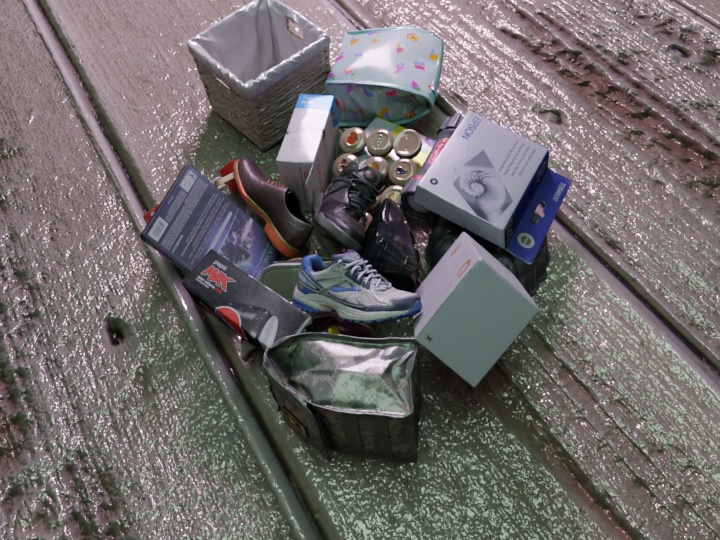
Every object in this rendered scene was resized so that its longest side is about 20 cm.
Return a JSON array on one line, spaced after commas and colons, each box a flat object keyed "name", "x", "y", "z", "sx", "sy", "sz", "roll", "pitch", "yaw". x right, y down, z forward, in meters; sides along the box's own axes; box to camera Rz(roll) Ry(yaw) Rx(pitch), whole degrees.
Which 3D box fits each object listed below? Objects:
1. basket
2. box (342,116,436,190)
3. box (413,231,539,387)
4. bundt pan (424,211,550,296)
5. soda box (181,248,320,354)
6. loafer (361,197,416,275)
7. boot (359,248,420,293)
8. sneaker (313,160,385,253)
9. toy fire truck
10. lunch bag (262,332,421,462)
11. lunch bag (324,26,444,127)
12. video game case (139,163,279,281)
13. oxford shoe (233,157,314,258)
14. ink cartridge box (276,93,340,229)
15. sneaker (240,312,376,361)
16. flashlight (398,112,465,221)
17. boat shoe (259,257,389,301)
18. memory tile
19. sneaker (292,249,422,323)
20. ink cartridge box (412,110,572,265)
[{"name": "basket", "x": -0.177, "y": -0.362, "z": 1.296, "sx": 0.199, "sy": 0.163, "sz": 0.197, "roll": -38, "pitch": 58, "yaw": -22}, {"name": "box", "x": 0.080, "y": -0.182, "z": 1.208, "sx": 0.197, "sy": 0.049, "sz": 0.118, "roll": 27, "pitch": 60, "yaw": 25}, {"name": "box", "x": 0.140, "y": 0.042, "z": 0.913, "sx": 0.097, "sy": 0.200, "sz": 0.125, "roll": 38, "pitch": 102, "yaw": -5}, {"name": "bundt pan", "x": 0.196, "y": -0.046, "z": 1.078, "sx": 0.196, "sy": 0.077, "sz": 0.206, "roll": -2, "pitch": 54, "yaw": 3}, {"name": "soda box", "x": -0.151, "y": 0.055, "z": 0.968, "sx": 0.198, "sy": 0.064, "sz": 0.071, "roll": 31, "pitch": 70, "yaw": 26}, {"name": "loafer", "x": 0.046, "y": -0.046, "z": 1.032, "sx": 0.071, "sy": 0.074, "sz": 0.201, "roll": 27, "pitch": 27, "yaw": -8}, {"name": "boot", "x": 0.000, "y": 0.000, "z": 1.085, "sx": 0.195, "sy": 0.076, "sz": 0.097, "roll": 4, "pitch": 30, "yaw": 18}, {"name": "sneaker", "x": -0.012, "y": -0.101, "z": 1.046, "sx": 0.115, "sy": 0.076, "sz": 0.200, "roll": -50, "pitch": 19, "yaw": 12}, {"name": "toy fire truck", "x": -0.259, "y": -0.117, "z": 1.141, "sx": 0.139, "sy": 0.200, "sz": 0.049, "roll": -34, "pitch": 98, "yaw": 9}, {"name": "lunch bag", "x": -0.023, "y": 0.162, "z": 0.891, "sx": 0.194, "sy": 0.166, "sz": 0.120, "roll": 3, "pitch": 56, "yaw": 8}, {"name": "lunch bag", "x": 0.053, "y": -0.354, "z": 1.292, "sx": 0.195, "sy": 0.123, "sz": 0.173, "roll": 4, "pitch": 53, "yaw": 16}, {"name": "video game case", "x": -0.219, "y": -0.045, "z": 1.070, "sx": 0.019, "sy": 0.199, "sz": 0.145, "roll": -20, "pitch": 37, "yaw": 46}, {"name": "oxford shoe", "x": -0.137, "y": -0.118, "z": 1.139, "sx": 0.073, "sy": 0.071, "sz": 0.202, "roll": -45, "pitch": 68, "yaw": 23}, {"name": "ink cartridge box", "x": -0.089, "y": -0.183, "z": 1.182, "sx": 0.066, "sy": 0.117, "sz": 0.204, "roll": 6, "pitch": 54, "yaw": 10}, {"name": "sneaker", "x": -0.075, "y": 0.106, "z": 1.005, "sx": 0.195, "sy": 0.075, "sz": 0.092, "roll": 6, "pitch": 66, "yaw": 15}, {"name": "flashlight", "x": 0.128, "y": -0.171, "z": 1.125, "sx": 0.066, "sy": 0.069, "sz": 0.202, "roll": 23, "pitch": 59, "yaw": 14}, {"name": "boat shoe", "x": -0.045, "y": 0.014, "z": 1.015, "sx": 0.196, "sy": 0.074, "sz": 0.060, "roll": 6, "pitch": 14, "yaw": 18}, {"name": "memory tile", "x": 0.016, "y": -0.144, "z": 1.161, "sx": 0.149, "sy": 0.017, "sz": 0.205, "roll": 8, "pitch": 73, "yaw": 19}, {"name": "sneaker", "x": -0.009, "y": 0.018, "z": 0.915, "sx": 0.196, "sy": 0.076, "sz": 0.088, "roll": 7, "pitch": 97, "yaw": 33}, {"name": "ink cartridge box", "x": 0.206, "y": -0.131, "z": 1.051, "sx": 0.197, "sy": 0.041, "sz": 0.201, "roll": 29, "pitch": 55, "yaw": 10}]
